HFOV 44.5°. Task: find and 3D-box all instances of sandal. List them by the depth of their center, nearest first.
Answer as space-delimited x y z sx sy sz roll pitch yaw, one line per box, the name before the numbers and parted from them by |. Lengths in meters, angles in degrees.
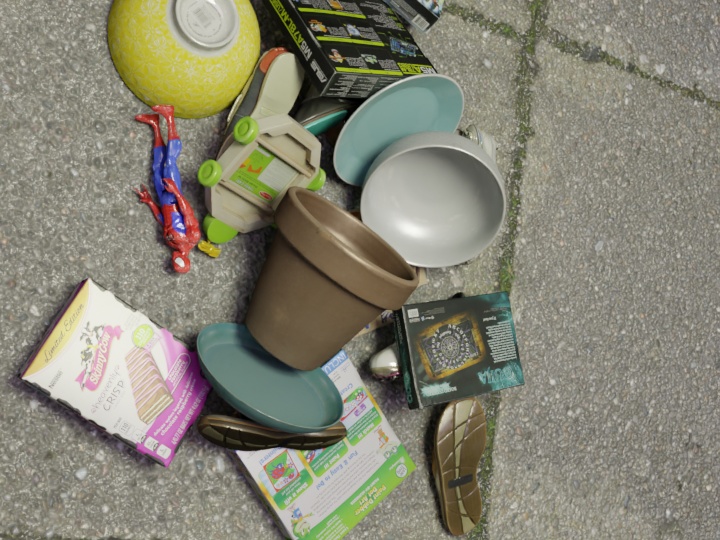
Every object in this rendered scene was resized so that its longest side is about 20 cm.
sandal | -0.106 0.184 1.071 0.197 0.082 0.055 5 63 -28
sandal | 0.134 0.274 1.249 0.079 0.054 0.204 -7 103 -22

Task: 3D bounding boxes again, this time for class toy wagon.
toy wagon | -0.138 -0.104 1.106 0.200 0.040 0.155 -46 143 10

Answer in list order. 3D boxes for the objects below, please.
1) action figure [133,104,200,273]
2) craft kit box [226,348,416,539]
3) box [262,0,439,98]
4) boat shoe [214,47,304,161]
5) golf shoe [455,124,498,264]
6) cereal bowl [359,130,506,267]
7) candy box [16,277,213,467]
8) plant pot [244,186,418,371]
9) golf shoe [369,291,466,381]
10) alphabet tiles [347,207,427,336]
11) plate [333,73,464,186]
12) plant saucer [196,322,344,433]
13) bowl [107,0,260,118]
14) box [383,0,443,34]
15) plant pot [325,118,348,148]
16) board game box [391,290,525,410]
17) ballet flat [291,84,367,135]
action figure | -0.237 -0.096 1.081 0.051 0.065 0.204 -14 90 -49
craft kit box | -0.050 0.242 1.157 0.199 0.048 0.199 -36 99 -25
box | -0.013 -0.307 1.152 0.198 0.048 0.195 -8 60 -43
boat shoe | -0.137 -0.192 1.130 0.071 0.062 0.202 22 99 -37
golf shoe | 0.175 -0.108 1.292 0.096 0.078 0.204 4 91 -44
cereal bowl | 0.099 -0.106 1.193 0.199 0.200 0.084 35 36 -20
candy box | -0.279 0.121 1.038 0.199 0.061 0.138 36 70 -19
plant pot | -0.055 0.022 1.096 0.199 0.201 0.176 33 103 -21
golf shoe | 0.085 0.093 1.228 0.198 0.072 0.094 -18 89 -37
alphabet tiles | 0.000 0.000 1.225 0.198 0.008 0.170 -19 94 -27
plate | 0.048 -0.189 1.169 0.197 0.201 0.026 -14 59 -28
plant saucer | -0.112 0.133 1.059 0.198 0.201 0.028 23 108 -24
bowl | -0.204 -0.301 1.091 0.197 0.107 0.204 3 83 -27
box | 0.037 -0.442 1.238 0.199 0.040 0.138 35 44 -21
plant pot | 0.036 -0.232 1.255 0.197 0.027 0.204 3 83 -28
board game box | 0.136 0.106 1.198 0.197 0.028 0.138 -5 83 -36
ballet flat | -0.026 -0.227 1.179 0.198 0.068 0.069 -21 82 -28
